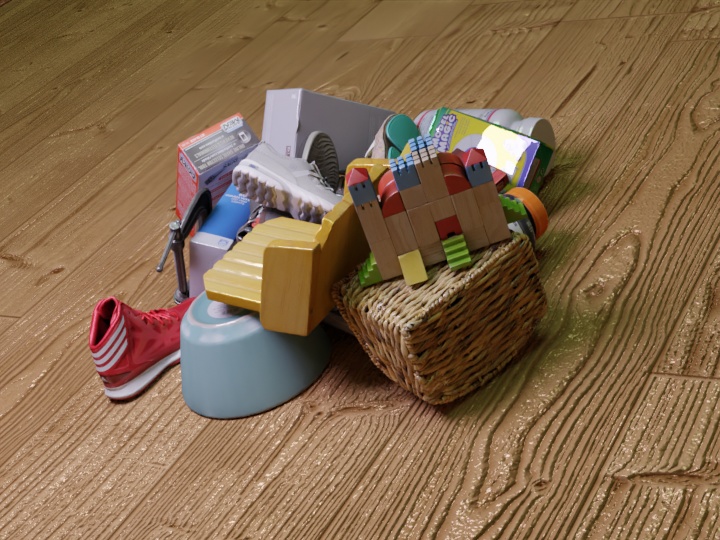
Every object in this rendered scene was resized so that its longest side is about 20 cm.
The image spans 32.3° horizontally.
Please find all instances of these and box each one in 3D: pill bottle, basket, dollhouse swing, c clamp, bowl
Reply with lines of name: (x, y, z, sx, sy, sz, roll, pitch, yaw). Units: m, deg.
pill bottle: (0.146, -0.026, 1.549, 0.199, 0.107, 0.106, -35, 33, -29)
basket: (0.095, 0.042, 1.417, 0.199, 0.144, 0.148, -37, 36, -21)
pill bottle: (0.175, -0.178, 1.795, 0.198, 0.110, 0.109, 6, 36, 36)
dollhouse swing: (-0.079, -0.050, 1.461, 0.174, 0.183, 0.200, 25, 45, 20)
c clamp: (-0.240, -0.022, 1.710, 0.027, 0.201, 0.172, 15, 60, 8)
bowl: (-0.143, 0.079, 1.536, 0.198, 0.106, 0.202, -13, 29, 7)

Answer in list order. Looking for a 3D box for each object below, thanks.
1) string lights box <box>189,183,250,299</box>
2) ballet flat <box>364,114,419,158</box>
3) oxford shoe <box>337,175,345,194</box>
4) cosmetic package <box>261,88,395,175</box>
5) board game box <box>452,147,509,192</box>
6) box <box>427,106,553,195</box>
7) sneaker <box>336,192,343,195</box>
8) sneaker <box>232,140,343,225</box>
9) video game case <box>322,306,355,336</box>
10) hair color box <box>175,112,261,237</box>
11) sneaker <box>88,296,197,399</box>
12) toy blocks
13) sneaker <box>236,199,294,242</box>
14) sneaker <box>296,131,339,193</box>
string lights box: (-0.179, -0.046, 1.765, 0.058, 0.104, 0.201, 13, 35, 10)
ballet flat: (0.034, -0.154, 1.728, 0.067, 0.068, 0.201, -35, 18, 27)
oxford shoe: (-0.025, -0.113, 1.854, 0.198, 0.058, 0.075, 2, 30, 28)
cosmetic package: (-0.046, -0.198, 1.821, 0.198, 0.108, 0.090, 9, -1, -41)
board game box: (0.091, -0.077, 1.629, 0.200, 0.020, 0.103, -42, 43, -15)
box: (0.156, -0.148, 1.708, 0.199, 0.119, 0.048, 25, 7, 38)
sneaker: (0.006, -0.073, 1.763, 0.198, 0.074, 0.080, -12, 40, 21)
sneaker: (-0.062, -0.106, 1.604, 0.198, 0.075, 0.083, 29, 60, -3)
video game case: (0.000, 0.000, 1.625, 0.199, 0.024, 0.182, 21, 53, 38)
hair color box: (-0.216, -0.137, 1.867, 0.110, 0.201, 0.064, -31, 73, -23)
sneaker: (-0.273, 0.067, 1.620, 0.077, 0.117, 0.200, 3, 35, 33)
toy blocks: (0.071, -0.079, 1.345, 0.197, 0.138, 0.100, -18, 33, 5)
sneaker: (-0.124, -0.057, 1.637, 0.081, 0.078, 0.201, 15, 29, -30)
sneaker: (-0.096, -0.095, 1.730, 0.105, 0.203, 0.074, 10, 3, 42)
